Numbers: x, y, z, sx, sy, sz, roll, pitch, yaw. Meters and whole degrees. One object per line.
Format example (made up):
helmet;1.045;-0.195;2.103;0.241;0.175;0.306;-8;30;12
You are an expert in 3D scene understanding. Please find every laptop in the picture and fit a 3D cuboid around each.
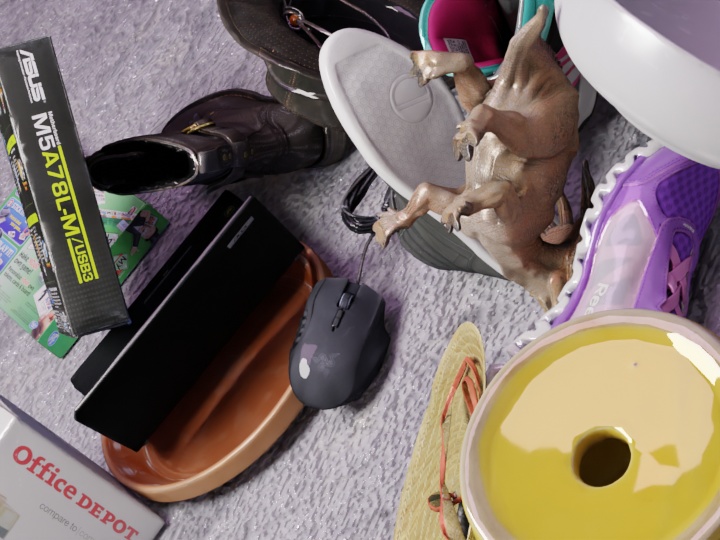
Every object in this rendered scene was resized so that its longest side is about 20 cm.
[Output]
laptop;-0.133;0.018;1.420;0.177;0.103;0.200;-50;33;-3

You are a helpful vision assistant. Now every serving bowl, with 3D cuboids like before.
serving bowl;0.187;-0.103;1.164;0.066;0.200;0.200;-63;28;23

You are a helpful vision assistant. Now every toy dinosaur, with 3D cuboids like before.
toy dinosaur;0.093;-0.062;1.202;0.086;0.135;0.201;41;128;51

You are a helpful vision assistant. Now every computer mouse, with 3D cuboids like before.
computer mouse;0.000;0.000;1.375;0.058;0.034;0.200;12;60;8

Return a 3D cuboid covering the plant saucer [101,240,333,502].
plant saucer;-0.091;0.067;1.444;0.200;0.032;0.201;-29;39;27

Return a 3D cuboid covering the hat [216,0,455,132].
hat;-0.007;-0.144;1.487;0.201;0.200;0.081;-108;26;-52

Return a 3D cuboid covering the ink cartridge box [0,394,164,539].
ink cartridge box;-0.246;0.195;1.392;0.200;0.145;0.083;-54;34;-7

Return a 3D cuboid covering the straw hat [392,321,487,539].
straw hat;0.077;0.133;1.123;0.201;0.085;0.202;-169;90;-81

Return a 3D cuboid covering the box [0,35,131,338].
box;-0.207;-0.052;1.463;0.047;0.194;0.200;-14;1;-10

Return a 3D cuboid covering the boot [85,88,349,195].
boot;-0.124;-0.085;1.508;0.200;0.174;0.069;-5;98;45

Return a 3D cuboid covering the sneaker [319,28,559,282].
sneaker;0.029;-0.062;1.294;0.071;0.200;0.099;-53;22;-19

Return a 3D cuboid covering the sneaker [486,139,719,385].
sneaker;0.152;0.022;1.174;0.088;0.080;0.200;24;82;50

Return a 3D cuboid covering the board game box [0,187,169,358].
board game box;-0.239;-0.021;1.704;0.135;0.029;0.200;-51;33;-4

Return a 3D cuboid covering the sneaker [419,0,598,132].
sneaker;0.089;-0.131;1.282;0.084;0.120;0.200;57;150;29

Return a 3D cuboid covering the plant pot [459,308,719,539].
plant pot;0.134;0.116;0.945;0.200;0.189;0.201;-13;55;20
